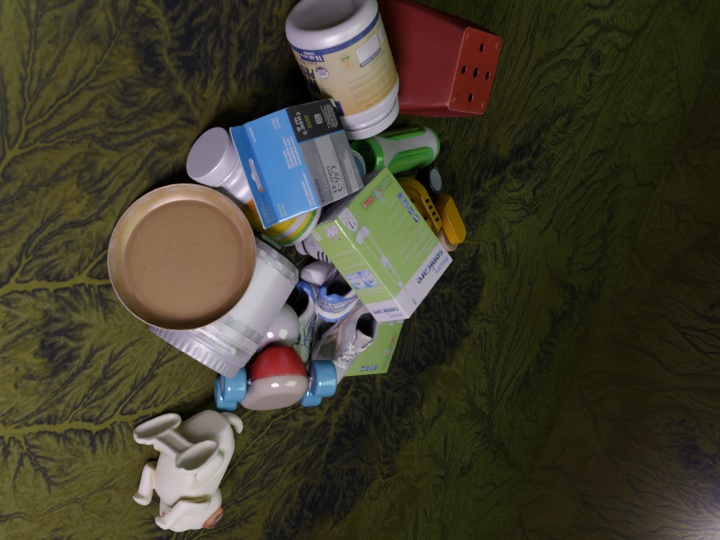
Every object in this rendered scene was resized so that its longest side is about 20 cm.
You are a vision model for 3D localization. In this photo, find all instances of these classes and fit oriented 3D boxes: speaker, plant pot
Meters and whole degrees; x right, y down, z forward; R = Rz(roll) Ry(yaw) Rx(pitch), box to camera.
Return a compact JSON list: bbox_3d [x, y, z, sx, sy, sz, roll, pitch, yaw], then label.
[{"bbox_3d":[0.065,-0.225,1.297,0.199,0.088,0.089,-22,126,-46],"label":"speaker"},{"bbox_3d":[0.134,-0.366,1.228,0.199,0.175,0.202,-10,117,-51],"label":"plant pot"},{"bbox_3d":[-0.240,-0.017,0.936,0.201,0.199,0.027,-59,177,-11],"label":"plant pot"}]

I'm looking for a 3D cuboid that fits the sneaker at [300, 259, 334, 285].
[{"bbox_3d":[-0.043,-0.022,1.285,0.200,0.070,0.081,-21,128,-56],"label":"sneaker"}]

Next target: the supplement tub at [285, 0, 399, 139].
[{"bbox_3d":[-0.020,-0.320,1.071,0.145,0.144,0.201,-50,142,-22],"label":"supplement tub"}]

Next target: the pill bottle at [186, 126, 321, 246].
[{"bbox_3d":[-0.157,-0.124,1.021,0.200,0.111,0.112,35,81,-47],"label":"pill bottle"}]

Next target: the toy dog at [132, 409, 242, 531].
[{"bbox_3d":[-0.281,0.336,1.129,0.194,0.138,0.202,-36,141,-57],"label":"toy dog"}]

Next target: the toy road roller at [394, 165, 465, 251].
[{"bbox_3d":[0.106,-0.093,1.337,0.201,0.122,0.147,58,40,-29],"label":"toy road roller"}]

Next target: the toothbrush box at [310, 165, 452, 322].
[{"bbox_3d":[0.035,-0.040,1.113,0.200,0.086,0.146,51,57,-16],"label":"toothbrush box"}]

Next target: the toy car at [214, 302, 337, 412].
[{"bbox_3d":[-0.152,0.127,1.174,0.182,0.177,0.202,0,70,-19],"label":"toy car"}]

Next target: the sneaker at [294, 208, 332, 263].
[{"bbox_3d":[-0.067,-0.096,1.164,0.076,0.115,0.202,-42,139,-31],"label":"sneaker"}]

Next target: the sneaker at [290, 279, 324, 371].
[{"bbox_3d":[-0.118,0.108,1.266,0.085,0.077,0.202,20,86,-46],"label":"sneaker"}]

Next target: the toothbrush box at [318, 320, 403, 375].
[{"bbox_3d":[-0.009,0.127,1.386,0.199,0.086,0.147,6,104,-55],"label":"toothbrush box"}]

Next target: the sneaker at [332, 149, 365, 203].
[{"bbox_3d":[-0.014,-0.128,1.196,0.078,0.090,0.201,-18,141,6],"label":"sneaker"}]

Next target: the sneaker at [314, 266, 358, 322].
[{"bbox_3d":[0.000,0.000,1.183,0.200,0.077,0.085,-49,162,-22],"label":"sneaker"}]

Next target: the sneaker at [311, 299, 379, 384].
[{"bbox_3d":[-0.021,0.128,1.229,0.075,0.092,0.202,23,94,-28],"label":"sneaker"}]

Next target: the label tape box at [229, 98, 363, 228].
[{"bbox_3d":[-0.085,-0.157,0.981,0.200,0.066,0.145,-35,109,-58],"label":"label tape box"}]

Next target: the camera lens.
[{"bbox_3d":[-0.198,0.037,1.023,0.201,0.159,0.160,-59,145,-11],"label":"camera lens"}]
